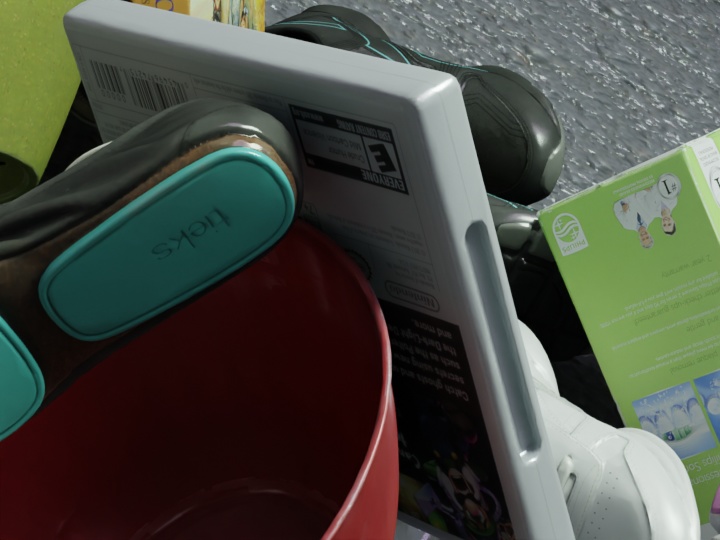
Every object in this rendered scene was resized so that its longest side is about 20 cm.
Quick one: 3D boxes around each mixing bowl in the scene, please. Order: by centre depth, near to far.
[{"bbox_3d":[-0.066,0.087,0.731,0.109,0.199,0.201,61,3,-43],"label":"mixing bowl"}]

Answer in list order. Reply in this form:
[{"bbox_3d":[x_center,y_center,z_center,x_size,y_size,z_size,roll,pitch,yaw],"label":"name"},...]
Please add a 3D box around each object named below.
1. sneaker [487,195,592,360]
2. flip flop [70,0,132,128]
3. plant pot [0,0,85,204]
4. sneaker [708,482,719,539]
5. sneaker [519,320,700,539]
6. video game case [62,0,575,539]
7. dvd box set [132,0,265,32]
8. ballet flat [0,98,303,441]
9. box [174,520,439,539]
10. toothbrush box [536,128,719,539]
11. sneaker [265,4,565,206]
[{"bbox_3d":[0.044,-0.020,1.075,0.199,0.076,0.079,21,26,-21],"label":"sneaker"},{"bbox_3d":[-0.159,-0.111,1.065,0.081,0.058,0.200,-7,31,-43],"label":"flip flop"},{"bbox_3d":[-0.177,-0.134,0.932,0.186,0.187,0.202,10,71,-34],"label":"plant pot"},{"bbox_3d":[0.182,0.168,0.883,0.088,0.080,0.201,41,48,-32],"label":"sneaker"},{"bbox_3d":[0.064,0.084,0.947,0.099,0.076,0.200,0,26,-35],"label":"sneaker"},{"bbox_3d":[-0.017,0.002,0.769,0.023,0.183,0.199,-33,31,-30],"label":"video game case"},{"bbox_3d":[-0.071,-0.124,1.001,0.029,0.202,0.146,5,15,9],"label":"dvd box set"},{"bbox_3d":[-0.108,0.008,0.705,0.068,0.199,0.069,63,-2,-32],"label":"ballet flat"},{"bbox_3d":[0.027,0.140,0.859,0.199,0.036,0.143,34,28,3],"label":"box"},{"bbox_3d":[0.182,0.037,1.032,0.145,0.086,0.201,-24,89,-57],"label":"toothbrush box"},{"bbox_3d":[0.015,-0.080,1.139,0.199,0.076,0.079,25,20,36],"label":"sneaker"}]
